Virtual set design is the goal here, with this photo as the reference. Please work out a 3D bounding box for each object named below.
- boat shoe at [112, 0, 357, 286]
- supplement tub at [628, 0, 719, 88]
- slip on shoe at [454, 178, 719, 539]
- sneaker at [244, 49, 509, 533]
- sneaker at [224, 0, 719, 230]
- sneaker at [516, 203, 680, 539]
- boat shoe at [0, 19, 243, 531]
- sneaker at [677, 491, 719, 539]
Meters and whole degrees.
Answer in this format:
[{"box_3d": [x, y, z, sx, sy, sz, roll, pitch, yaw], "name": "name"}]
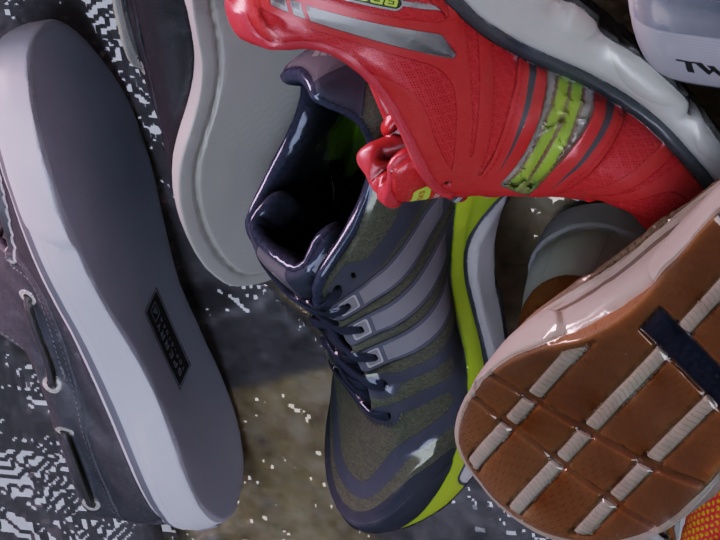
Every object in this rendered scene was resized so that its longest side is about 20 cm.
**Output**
[{"box_3d": [-0.044, -0.081, 0.908, 0.060, 0.074, 0.200, 48, 158, 40], "name": "boat shoe"}, {"box_3d": [0.181, -0.099, 0.771, 0.200, 0.123, 0.123, 10, 123, 16], "name": "supplement tub"}, {"box_3d": [0.098, 0.017, 0.824, 0.076, 0.061, 0.200, 46, 141, 5], "name": "slip on shoe"}, {"box_3d": [0.000, 0.000, 0.917, 0.074, 0.081, 0.200, 34, 131, 44], "name": "sneaker"}, {"box_3d": [0.040, -0.048, 0.842, 0.200, 0.077, 0.085, 36, 101, -27], "name": "sneaker"}, {"box_3d": [0.091, 0.083, 0.943, 0.073, 0.085, 0.200, -10, 118, 25], "name": "sneaker"}, {"box_3d": [-0.100, 0.007, 0.986, 0.066, 0.070, 0.200, -6, 125, 23], "name": "boat shoe"}, {"box_3d": [0.143, 0.059, 0.838, 0.073, 0.077, 0.200, 14, 119, -8], "name": "sneaker"}]
